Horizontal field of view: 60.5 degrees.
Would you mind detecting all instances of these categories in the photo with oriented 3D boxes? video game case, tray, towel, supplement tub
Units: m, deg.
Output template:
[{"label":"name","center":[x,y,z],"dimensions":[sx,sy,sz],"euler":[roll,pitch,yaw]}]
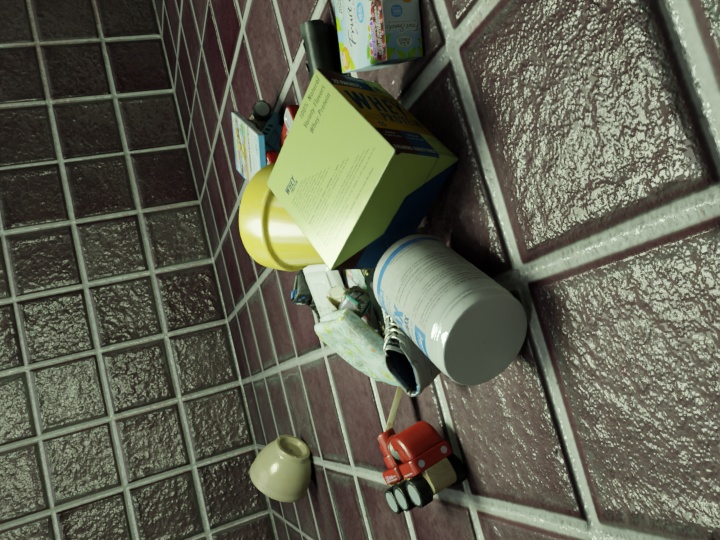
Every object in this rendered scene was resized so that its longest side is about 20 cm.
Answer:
[{"label":"video game case","center":[0.000,0.000,1.240],"dimensions":[0.143,0.017,0.203],"euler":[-135,39,-55]},{"label":"tray","center":[-0.065,0.077,1.333],"dimensions":[0.106,0.022,0.203],"euler":[-6,108,47]},{"label":"towel","center":[0.002,0.144,1.145],"dimensions":[0.171,0.048,0.200],"euler":[40,162,-9]},{"label":"video game case","center":[-0.257,-0.271,1.429],"dimensions":[0.200,0.018,0.145],"euler":[45,141,51]},{"label":"supplement tub","center":[0.112,0.045,0.826],"dimensions":[0.200,0.130,0.134],"euler":[-134,38,-55]}]

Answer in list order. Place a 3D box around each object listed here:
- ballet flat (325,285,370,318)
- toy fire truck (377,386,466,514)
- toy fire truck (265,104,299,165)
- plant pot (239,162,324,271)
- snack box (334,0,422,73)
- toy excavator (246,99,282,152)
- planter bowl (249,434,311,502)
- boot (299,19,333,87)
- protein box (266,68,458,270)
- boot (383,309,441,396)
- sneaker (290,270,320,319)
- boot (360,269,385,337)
[{"label":"ballet flat","center":[-0.031,0.055,1.199],"dimensions":[0.200,0.071,0.073],"euler":[164,94,-77]},{"label":"toy fire truck","center":[0.085,0.292,1.072],"dimensions":[0.202,0.127,0.176],"euler":[61,154,15]},{"label":"toy fire truck","center":[-0.131,-0.227,1.322],"dimensions":[0.169,0.110,0.202],"euler":[117,135,-57]},{"label":"plant pot","center":[-0.091,-0.093,1.141],"dimensions":[0.187,0.200,0.204],"euler":[11,114,37]},{"label":"snack box","center":[0.019,-0.406,0.910],"dimensions":[0.168,0.067,0.204],"euler":[-155,57,-64]},{"label":"toy excavator","center":[-0.225,-0.294,1.558],"dimensions":[0.196,0.198,0.100],"euler":[-61,12,-18]},{"label":"planter bowl","center":[-0.237,0.615,1.969],"dimensions":[0.136,0.198,0.200],"euler":[-65,34,15]},{"label":"boot","center":[-0.069,-0.351,1.122],"dimensions":[0.165,0.064,0.204],"euler":[-109,13,-79]},{"label":"protein box","center":[-0.005,-0.143,0.897],"dimensions":[0.201,0.134,0.200],"euler":[51,126,31]},{"label":"boot","center":[0.066,0.091,0.950],"dimensions":[0.073,0.095,0.202],"euler":[-20,102,38]},{"label":"sneaker","center":[-0.102,0.086,1.414],"dimensions":[0.073,0.110,0.204],"euler":[173,85,-69]},{"label":"boot","center":[0.056,0.025,1.041],"dimensions":[0.204,0.072,0.156],"euler":[138,116,-72]}]
